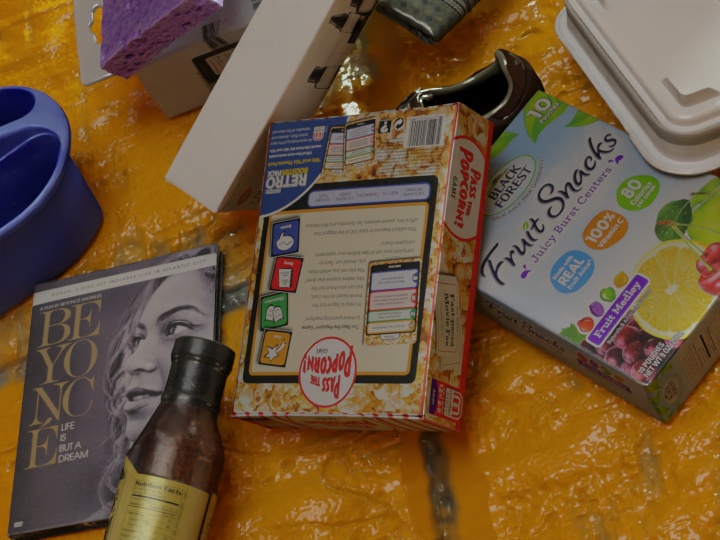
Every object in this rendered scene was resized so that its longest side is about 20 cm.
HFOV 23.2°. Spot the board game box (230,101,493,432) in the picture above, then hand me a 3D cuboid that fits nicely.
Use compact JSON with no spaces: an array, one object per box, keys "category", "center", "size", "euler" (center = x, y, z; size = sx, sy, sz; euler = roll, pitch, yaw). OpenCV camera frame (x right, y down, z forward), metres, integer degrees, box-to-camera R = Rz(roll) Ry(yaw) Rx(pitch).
[{"category":"board game box","center":[0.000,0.000,1.116],"size":[0.151,0.046,0.201],"euler":[-2,74,36]}]

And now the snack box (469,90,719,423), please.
[{"category":"snack box","center":[0.150,-0.013,1.102],"size":[0.200,0.053,0.142],"euler":[32,75,37]}]

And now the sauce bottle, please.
[{"category":"sauce bottle","center":[-0.121,0.141,1.103],"size":[0.066,0.066,0.201],"euler":[4,67,26]}]

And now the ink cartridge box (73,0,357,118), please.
[{"category":"ink cartridge box","center":[-0.112,-0.195,1.328],"size":[0.199,0.067,0.116],"euler":[-19,54,11]}]

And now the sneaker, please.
[{"category":"sneaker","center":[0.031,-0.087,1.188],"size":[0.200,0.076,0.071],"euler":[-31,52,2]}]

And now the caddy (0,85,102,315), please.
[{"category":"caddy","center":[-0.290,-0.048,1.287],"size":[0.200,0.105,0.141],"euler":[-36,51,-1]}]

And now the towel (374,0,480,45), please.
[{"category":"towel","center":[0.026,-0.264,1.287],"size":[0.200,0.035,0.193],"euler":[31,62,17]}]

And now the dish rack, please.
[{"category":"dish rack","center":[0.230,-0.157,1.133],"size":[0.171,0.044,0.200],"euler":[-22,44,-5]}]

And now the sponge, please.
[{"category":"sponge","center":[-0.145,-0.245,1.285],"size":[0.111,0.030,0.201],"euler":[-32,47,37]}]

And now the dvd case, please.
[{"category":"dvd case","center":[-0.166,0.082,1.206],"size":[0.148,0.016,0.201],"euler":[-12,55,17]}]

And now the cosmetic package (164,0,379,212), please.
[{"category":"cosmetic package","center":[-0.053,-0.136,1.200],"size":[0.051,0.083,0.200],"euler":[35,104,16]}]
